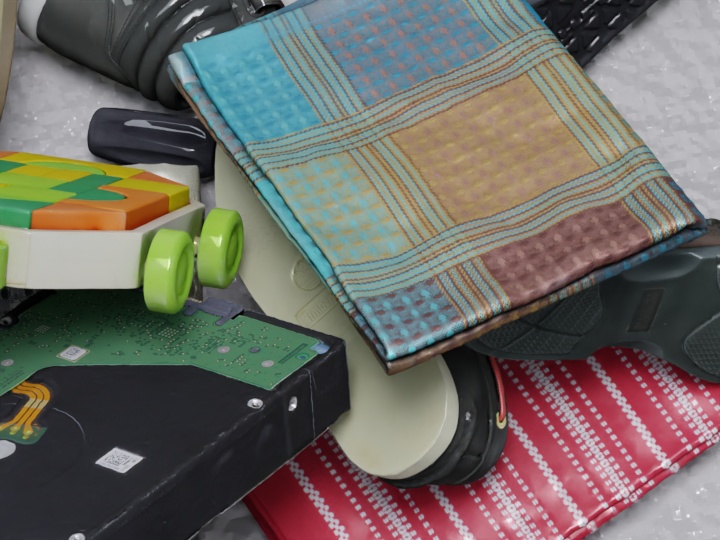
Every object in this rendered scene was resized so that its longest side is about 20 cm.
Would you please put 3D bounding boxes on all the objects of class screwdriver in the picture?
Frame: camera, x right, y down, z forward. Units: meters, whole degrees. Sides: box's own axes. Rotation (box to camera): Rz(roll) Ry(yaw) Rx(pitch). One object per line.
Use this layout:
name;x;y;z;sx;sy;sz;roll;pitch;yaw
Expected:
screwdriver;-0.024;-0.043;1.163;0.199;0.029;0.028;12;72;6

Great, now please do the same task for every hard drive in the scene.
hard drive;-0.115;0.068;1.004;0.139;0.038;0.200;16;35;32

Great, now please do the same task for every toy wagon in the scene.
toy wagon;-0.138;-0.015;1.031;0.155;0.200;0.040;8;99;12

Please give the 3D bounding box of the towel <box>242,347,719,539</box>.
towel;0.044;0.065;1.119;0.200;0.023;0.145;-33;69;-10

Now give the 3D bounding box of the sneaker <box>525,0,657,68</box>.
sneaker;0.071;-0.129;1.175;0.200;0.072;0.083;-36;48;-10

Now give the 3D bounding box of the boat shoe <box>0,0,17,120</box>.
boat shoe;-0.193;-0.147;1.182;0.068;0.072;0.201;4;56;-19

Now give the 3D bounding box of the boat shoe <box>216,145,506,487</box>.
boat shoe;-0.002;0.001;1.101;0.074;0.063;0.202;-36;62;20

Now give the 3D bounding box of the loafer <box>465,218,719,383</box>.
loafer;0.123;0.000;1.084;0.199;0.072;0.063;5;40;-27

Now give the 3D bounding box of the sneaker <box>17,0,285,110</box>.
sneaker;-0.054;-0.155;1.184;0.099;0.071;0.200;38;83;14

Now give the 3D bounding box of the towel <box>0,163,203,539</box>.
towel;-0.162;0.048;1.125;0.192;0.035;0.201;-5;69;10

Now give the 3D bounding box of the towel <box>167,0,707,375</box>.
towel;0.027;-0.054;1.055;0.146;0.022;0.200;-24;49;-14
